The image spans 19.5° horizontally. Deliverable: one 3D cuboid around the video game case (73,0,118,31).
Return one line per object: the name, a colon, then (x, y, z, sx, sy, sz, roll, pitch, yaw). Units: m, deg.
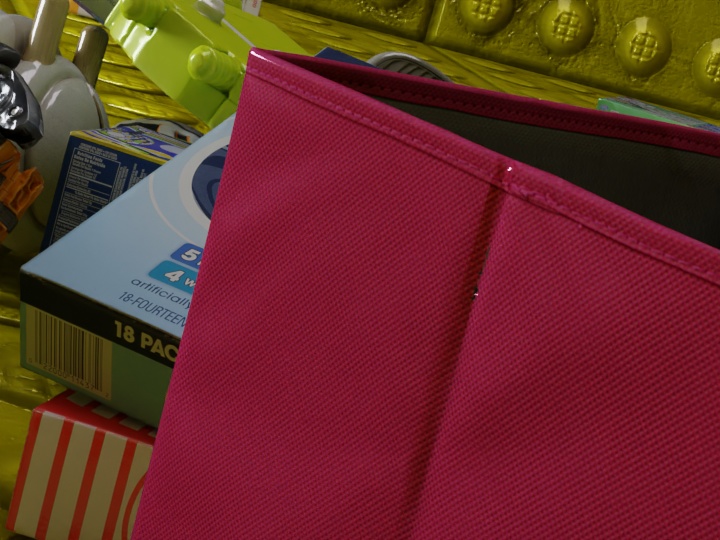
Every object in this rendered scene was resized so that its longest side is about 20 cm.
video game case: (-0.074, -0.098, 1.128, 0.182, 0.024, 0.200, 39, 3, -4)

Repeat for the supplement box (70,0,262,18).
supplement box: (-0.200, -0.311, 2.206, 0.199, 0.127, 0.074, 14, 10, -12)

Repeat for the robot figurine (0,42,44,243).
robot figurine: (-0.214, -0.046, 0.901, 0.199, 0.145, 0.058, 26, -16, 40)

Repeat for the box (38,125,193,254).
box: (-0.025, 0.000, 0.849, 0.199, 0.065, 0.070, 19, 11, 16)

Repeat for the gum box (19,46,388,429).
gum box: (0.007, 0.001, 0.739, 0.169, 0.045, 0.200, 22, 37, 21)

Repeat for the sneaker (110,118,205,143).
sneaker: (-0.106, -0.034, 1.104, 0.079, 0.079, 0.199, -8, 17, -39)

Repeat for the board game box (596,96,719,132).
board game box: (0.408, -0.179, 2.665, 0.199, 0.029, 0.134, 20, 13, 19)

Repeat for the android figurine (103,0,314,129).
android figurine: (-0.039, -0.085, 0.961, 0.182, 0.041, 0.200, 43, 12, 28)

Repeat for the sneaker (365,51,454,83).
sneaker: (0.041, -0.035, 1.173, 0.201, 0.075, 0.106, 58, -13, -20)

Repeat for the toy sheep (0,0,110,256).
toy sheep: (-0.189, -0.071, 1.025, 0.199, 0.139, 0.138, 11, 8, 23)

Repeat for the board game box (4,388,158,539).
board game box: (-0.023, 0.074, 0.772, 0.151, 0.047, 0.200, 17, 11, 8)

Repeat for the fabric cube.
fabric cube: (0.076, 0.079, 0.496, 0.195, 0.201, 0.200, 7, 14, -41)
